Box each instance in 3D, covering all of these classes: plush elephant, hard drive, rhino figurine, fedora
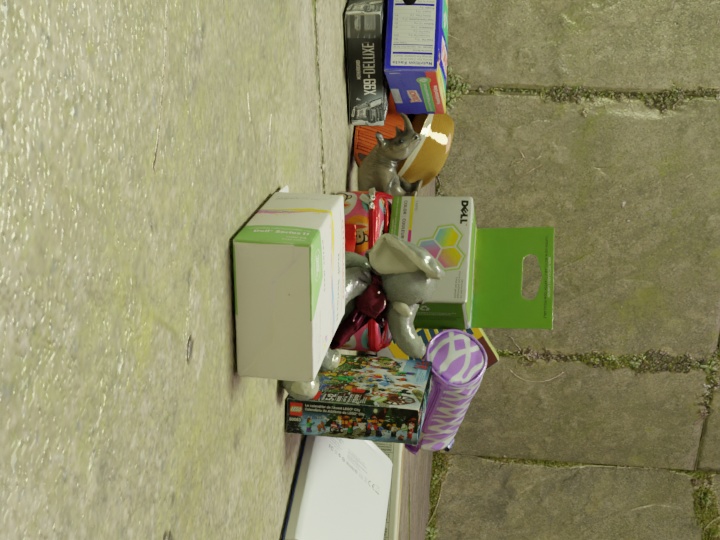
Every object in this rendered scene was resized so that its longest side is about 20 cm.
[{"bbox_3d":[0.011,0.028,1.103,0.165,0.152,0.203,-1,94,-83],"label":"plush elephant"},{"bbox_3d":[-0.021,0.252,1.182,0.132,0.025,0.201,47,30,-25],"label":"hard drive"},{"bbox_3d":[0.036,-0.111,1.451,0.060,0.086,0.203,-49,151,-75],"label":"rhino figurine"},{"bbox_3d":[0.083,-0.185,1.605,0.202,0.081,0.202,-57,-163,28],"label":"fedora"}]

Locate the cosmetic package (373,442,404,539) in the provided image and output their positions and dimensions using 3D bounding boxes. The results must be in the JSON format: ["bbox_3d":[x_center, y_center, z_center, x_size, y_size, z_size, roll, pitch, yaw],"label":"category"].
[{"bbox_3d":[0.001,0.269,1.326,0.071,0.103,0.203,73,23,-75],"label":"cosmetic package"}]

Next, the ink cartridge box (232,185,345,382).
[{"bbox_3d":[-0.053,0.002,0.930,0.200,0.066,0.119,-67,158,-70],"label":"ink cartridge box"}]

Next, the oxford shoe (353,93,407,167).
[{"bbox_3d":[0.031,-0.204,1.548,0.073,0.070,0.202,114,-2,-51],"label":"oxford shoe"}]

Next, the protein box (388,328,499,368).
[{"bbox_3d":[0.112,0.091,1.699,0.200,0.134,0.200,58,5,6],"label":"protein box"}]

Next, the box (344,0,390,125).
[{"bbox_3d":[0.018,-0.315,1.466,0.201,0.049,0.159,-79,168,-52],"label":"box"}]

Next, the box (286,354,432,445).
[{"bbox_3d":[0.004,0.135,1.168,0.200,0.134,0.038,-52,146,-78],"label":"box"}]

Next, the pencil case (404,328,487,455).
[{"bbox_3d":[0.098,0.155,1.354,0.085,0.084,0.201,-40,159,-31],"label":"pencil case"}]

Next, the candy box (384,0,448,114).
[{"bbox_3d":[0.078,-0.330,1.439,0.169,0.076,0.203,54,39,-78],"label":"candy box"}]

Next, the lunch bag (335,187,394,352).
[{"bbox_3d":[0.000,0.000,1.347,0.176,0.081,0.204,-3,94,-79],"label":"lunch bag"}]

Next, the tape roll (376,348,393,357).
[{"bbox_3d":[0.074,0.130,2.003,0.202,0.070,0.206,2,90,-82],"label":"tape roll"}]

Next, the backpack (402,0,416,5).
[{"bbox_3d":[-0.003,-0.350,0.899,0.200,0.144,0.186,74,20,-79],"label":"backpack"}]

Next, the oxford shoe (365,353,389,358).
[{"bbox_3d":[0.032,0.206,1.662,0.202,0.073,0.071,-80,170,-45],"label":"oxford shoe"}]

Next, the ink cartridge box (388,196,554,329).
[{"bbox_3d":[0.134,-0.010,1.309,0.076,0.197,0.150,70,23,-59],"label":"ink cartridge box"}]
